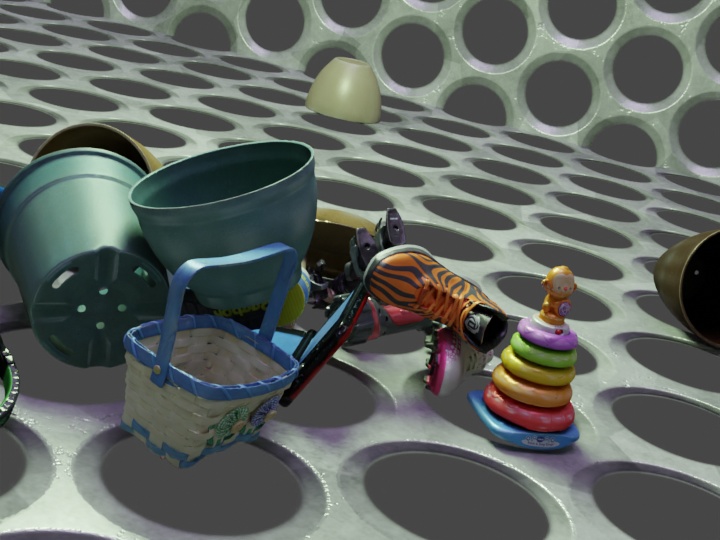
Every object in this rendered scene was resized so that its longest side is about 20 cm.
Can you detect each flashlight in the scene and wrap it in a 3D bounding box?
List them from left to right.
[{"bbox_3d":[0.047,0.052,1.481,0.199,0.068,0.068,-10,-5,-41],"label":"flashlight"}]

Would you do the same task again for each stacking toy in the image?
[{"bbox_3d":[0.206,0.090,1.271,0.115,0.201,0.110,7,18,-19],"label":"stacking toy"}]

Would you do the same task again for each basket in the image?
[{"bbox_3d":[-0.136,0.074,1.081,0.138,0.201,0.176,23,20,28],"label":"basket"}]

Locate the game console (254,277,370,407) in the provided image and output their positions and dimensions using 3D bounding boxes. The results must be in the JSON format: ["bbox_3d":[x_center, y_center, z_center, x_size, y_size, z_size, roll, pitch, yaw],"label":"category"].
[{"bbox_3d":[-0.089,0.063,1.299,0.119,0.173,0.200,39,19,-4],"label":"game console"}]

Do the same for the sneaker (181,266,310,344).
[{"bbox_3d":[-0.146,0.034,1.312,0.199,0.074,0.082,-7,20,19],"label":"sneaker"}]

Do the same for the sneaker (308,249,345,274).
[{"bbox_3d":[-0.084,-0.053,1.699,0.199,0.079,0.085,17,18,14],"label":"sneaker"}]

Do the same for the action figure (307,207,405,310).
[{"bbox_3d":[0.000,0.000,1.480,0.129,0.200,0.070,-17,71,-26],"label":"action figure"}]

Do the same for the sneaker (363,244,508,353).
[{"bbox_3d":[0.102,0.035,1.315,0.199,0.078,0.112,16,16,-38],"label":"sneaker"}]

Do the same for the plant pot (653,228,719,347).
[{"bbox_3d":[0.554,0.017,1.810,0.185,0.188,0.200,9,4,-11],"label":"plant pot"}]

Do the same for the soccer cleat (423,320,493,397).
[{"bbox_3d":[0.125,0.102,1.393,0.086,0.070,0.200,14,18,-1],"label":"soccer cleat"}]

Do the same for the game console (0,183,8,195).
[{"bbox_3d":[-0.526,-0.075,1.318,0.118,0.171,0.200,43,2,10],"label":"game console"}]

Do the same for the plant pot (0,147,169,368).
[{"bbox_3d":[-0.300,-0.004,1.256,0.199,0.201,0.196,4,28,-24],"label":"plant pot"}]

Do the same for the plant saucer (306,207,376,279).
[{"bbox_3d":[-0.037,-0.040,1.572,0.199,0.036,0.200,10,-22,4],"label":"plant saucer"}]

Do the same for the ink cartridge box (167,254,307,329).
[{"bbox_3d":[-0.173,0.002,1.483,0.198,0.076,0.165,12,17,-5],"label":"ink cartridge box"}]

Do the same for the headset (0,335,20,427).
[{"bbox_3d":[-0.396,0.066,1.050,0.123,0.094,0.200,-15,55,-46],"label":"headset"}]

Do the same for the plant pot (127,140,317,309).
[{"bbox_3d":[-0.133,-0.042,1.200,0.199,0.135,0.201,-10,21,4],"label":"plant pot"}]

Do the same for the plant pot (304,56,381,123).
[{"bbox_3d":[-0.032,-0.471,2.894,0.199,0.135,0.200,12,18,-4],"label":"plant pot"}]

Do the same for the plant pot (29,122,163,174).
[{"bbox_3d":[-0.332,-0.101,1.553,0.185,0.188,0.200,16,6,11],"label":"plant pot"}]
